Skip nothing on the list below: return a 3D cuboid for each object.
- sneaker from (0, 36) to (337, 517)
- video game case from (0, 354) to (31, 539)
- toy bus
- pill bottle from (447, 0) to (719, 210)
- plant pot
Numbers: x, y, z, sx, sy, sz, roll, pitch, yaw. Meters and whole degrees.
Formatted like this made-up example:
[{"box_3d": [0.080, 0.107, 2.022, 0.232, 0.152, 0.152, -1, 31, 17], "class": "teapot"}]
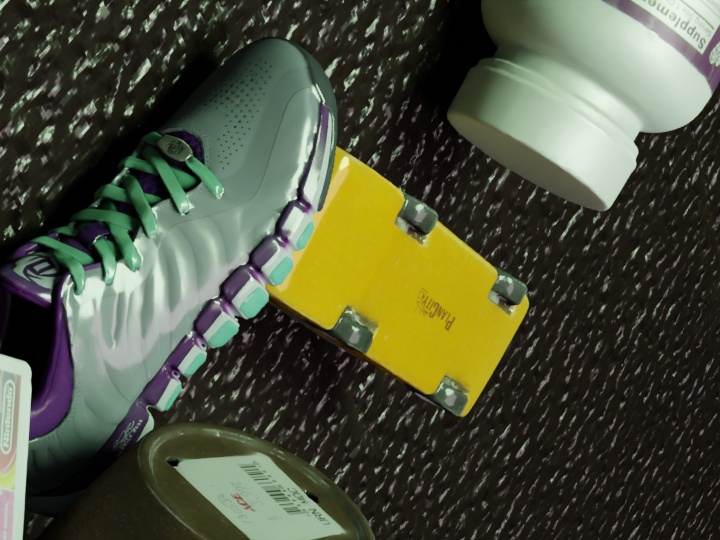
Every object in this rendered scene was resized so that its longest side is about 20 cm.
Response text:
[{"box_3d": [-0.082, -0.005, 0.926, 0.201, 0.074, 0.087, -59, 147, -4], "class": "sneaker"}, {"box_3d": [-0.166, 0.083, 0.786, 0.200, 0.018, 0.145, 25, 65, -61], "class": "video game case"}, {"box_3d": [0.000, 0.000, 1.055, 0.065, 0.078, 0.200, -61, 152, -4], "class": "toy bus"}, {"box_3d": [0.121, -0.132, 1.108, 0.201, 0.112, 0.112, -60, 152, -4], "class": "pill bottle"}, {"box_3d": [-0.077, 0.162, 0.924, 0.186, 0.187, 0.201, -7, 129, -57], "class": "plant pot"}]
